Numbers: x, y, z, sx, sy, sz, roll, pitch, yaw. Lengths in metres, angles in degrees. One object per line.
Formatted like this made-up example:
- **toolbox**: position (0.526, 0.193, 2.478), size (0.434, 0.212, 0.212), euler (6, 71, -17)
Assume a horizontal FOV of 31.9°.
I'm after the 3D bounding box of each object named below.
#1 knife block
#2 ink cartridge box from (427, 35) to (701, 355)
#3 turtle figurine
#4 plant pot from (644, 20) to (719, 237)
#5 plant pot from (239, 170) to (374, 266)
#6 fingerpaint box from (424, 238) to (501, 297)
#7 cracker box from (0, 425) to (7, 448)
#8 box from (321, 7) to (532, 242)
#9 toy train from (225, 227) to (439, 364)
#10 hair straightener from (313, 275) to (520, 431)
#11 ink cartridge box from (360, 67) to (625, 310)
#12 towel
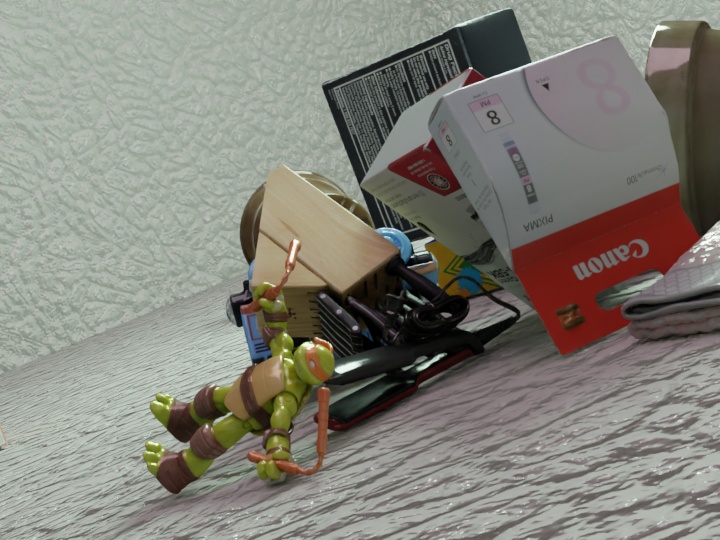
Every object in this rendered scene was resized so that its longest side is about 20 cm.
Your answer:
- **knife block**: position (0.000, 0.000, 1.056), size (0.175, 0.064, 0.201), euler (0, 46, 4)
- **ink cartridge box**: position (0.166, -0.061, 0.917), size (0.162, 0.200, 0.057), euler (-22, -21, -23)
- **turtle figurine**: position (-0.075, 0.083, 0.890), size (0.161, 0.201, 0.064), euler (-29, -44, 23)
- **plant pot**: position (0.345, -0.116, 1.080), size (0.173, 0.201, 0.200), euler (2, 14, 25)
- **plant pot**: position (-0.074, -0.053, 1.977), size (0.200, 0.201, 0.198), euler (-21, 12, -13)
- **fingerpaint box**: position (0.189, -0.042, 1.384), size (0.166, 0.074, 0.200), euler (-18, 5, 32)
- **cracker box**: position (-0.539, 0.224, 1.491), size (0.200, 0.058, 0.134), euler (-23, 6, -40)
- **box**: position (0.095, -0.150, 1.362), size (0.198, 0.201, 0.123), euler (-15, 9, 43)
- **toy train**: position (-0.019, 0.037, 1.135), size (0.199, 0.115, 0.087), euler (-12, -32, -7)
- **hair straightener**: position (0.045, 0.051, 0.948), size (0.199, 0.077, 0.041), euler (-20, 22, -32)
- **ink cartridge box**: position (0.120, -0.058, 1.031), size (0.083, 0.200, 0.147), euler (-59, 13, -18)
- **towel**: position (0.294, -0.020, 0.823), size (0.191, 0.032, 0.200), euler (-34, 13, -37)
